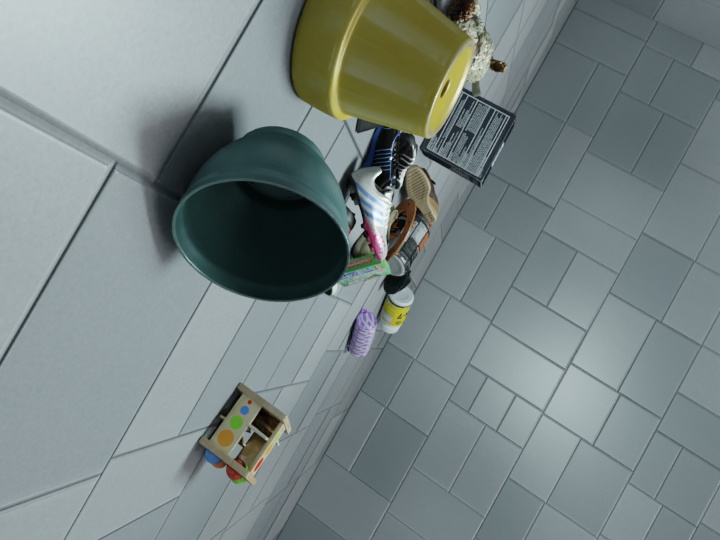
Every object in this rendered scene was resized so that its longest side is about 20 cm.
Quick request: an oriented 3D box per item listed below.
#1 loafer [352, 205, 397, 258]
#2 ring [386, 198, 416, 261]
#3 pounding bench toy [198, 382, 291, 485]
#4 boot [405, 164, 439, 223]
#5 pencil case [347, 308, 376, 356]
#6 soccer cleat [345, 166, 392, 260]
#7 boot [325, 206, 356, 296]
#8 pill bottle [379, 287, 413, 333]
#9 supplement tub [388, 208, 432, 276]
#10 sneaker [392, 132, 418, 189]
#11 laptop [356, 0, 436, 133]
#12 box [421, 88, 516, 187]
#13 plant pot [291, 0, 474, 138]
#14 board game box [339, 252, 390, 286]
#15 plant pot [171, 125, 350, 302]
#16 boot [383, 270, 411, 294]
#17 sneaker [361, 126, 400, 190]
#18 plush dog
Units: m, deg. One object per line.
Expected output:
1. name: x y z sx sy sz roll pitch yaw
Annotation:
1. loafer: 0.051 -0.092 1.487 0.202 0.067 0.076 -54 167 -29
2. ring: 0.093 -0.101 1.517 0.201 0.019 0.203 -50 -158 28
3. pounding bench toy: -0.241 0.365 1.195 0.157 0.122 0.201 -54 167 -24
4. boot: 0.178 -0.254 1.644 0.169 0.070 0.203 -86 155 -49
5. pencil case: 0.008 0.233 2.042 0.202 0.081 0.087 108 -18 -50
6. soccer cleat: 0.037 -0.115 1.141 0.084 0.070 0.204 -22 121 -3
7. boot: -0.051 -0.044 1.180 0.146 0.071 0.202 -56 164 -26
8. pill bottle: 0.147 0.166 2.384 0.114 0.113 0.203 -47 163 -44
9. supplement tub: 0.132 -0.094 1.695 0.202 0.121 0.124 -54 167 -28
10. sneaker: 0.098 -0.280 1.274 0.117 0.074 0.200 -61 179 -21
11. laptop: 0.065 -0.381 1.019 0.189 0.112 0.205 105 -9 -53
12. box: 0.303 -0.375 1.574 0.204 0.195 0.123 -60 170 7
13. plant pot: 0.039 -0.275 0.728 0.203 0.186 0.202 -55 166 -20
14. board game box: 0.000 0.000 1.382 0.131 0.030 0.200 -16 170 6
15. plant pot: -0.103 -0.077 0.654 0.203 0.194 0.137 105 -7 -51
16. boot: 0.147 0.043 2.182 0.170 0.075 0.203 91 24 -59
17. sneaker: 0.055 -0.230 1.163 0.204 0.077 0.070 -66 166 24
18. plush dog: 0.201 -0.446 1.133 0.170 0.159 0.204 -11 133 -54
